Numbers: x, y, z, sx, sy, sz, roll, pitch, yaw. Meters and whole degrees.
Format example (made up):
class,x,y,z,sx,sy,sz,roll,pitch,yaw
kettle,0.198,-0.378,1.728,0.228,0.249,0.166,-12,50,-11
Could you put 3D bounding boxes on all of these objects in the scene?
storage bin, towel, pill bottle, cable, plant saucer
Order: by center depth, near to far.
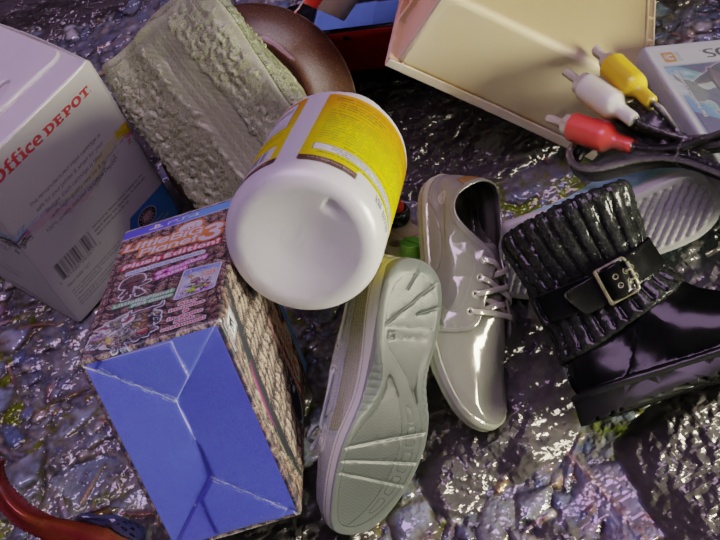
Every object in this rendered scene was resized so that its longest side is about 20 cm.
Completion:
class,x,y,z,sx,sy,sz,roll,pitch,yaw
pill bottle,-0.025,-0.062,0.881,0.109,0.110,0.200,-8,25,14
cable,0.218,-0.096,0.887,0.200,0.050,0.097,34,93,46
towel,-0.121,-0.134,1.024,0.148,0.036,0.200,-40,85,24
storage bin,0.143,-0.231,1.033,0.199,0.094,0.199,22,52,-13
plant saucer,-0.101,-0.134,1.065,0.199,0.201,0.037,-3,7,18

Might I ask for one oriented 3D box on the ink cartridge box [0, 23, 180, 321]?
class,x,y,z,sx,sy,sz,roll,pitch,yaw
ink cartridge box,-0.289,-0.088,1.072,0.144,0.200,0.147,25,64,34

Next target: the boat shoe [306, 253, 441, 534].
class,x,y,z,sx,sy,sz,roll,pitch,yaw
boat shoe,0.006,0.088,0.874,0.065,0.074,0.203,14,96,55

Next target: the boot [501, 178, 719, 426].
class,x,y,z,sx,sy,sz,roll,pitch,yaw
boot,0.218,0.004,0.853,0.210,0.079,0.158,-20,76,5

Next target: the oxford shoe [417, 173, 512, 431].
class,x,y,z,sx,sy,sz,roll,pitch,yaw
oxford shoe,0.084,0.018,0.900,0.058,0.075,0.201,-19,70,40

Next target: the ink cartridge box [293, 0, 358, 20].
class,x,y,z,sx,sy,sz,roll,pitch,yaw
ink cartridge box,0.014,-0.285,1.028,0.161,0.050,0.200,-52,12,18

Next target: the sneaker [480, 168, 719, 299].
class,x,y,z,sx,sy,sz,roll,pitch,yaw
sneaker,0.184,-0.035,0.959,0.199,0.074,0.082,-15,19,14

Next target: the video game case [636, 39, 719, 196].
class,x,y,z,sx,sy,sz,roll,pitch,yaw
video game case,0.334,-0.110,0.930,0.181,0.023,0.201,-9,52,-16

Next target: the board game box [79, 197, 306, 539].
class,x,y,z,sx,sy,sz,roll,pitch,yaw
board game box,-0.110,0.067,0.867,0.096,0.160,0.200,-17,26,6

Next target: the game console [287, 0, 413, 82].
class,x,y,z,sx,sy,sz,roll,pitch,yaw
game console,-0.012,-0.238,1.148,0.199,0.119,0.173,-3,52,17

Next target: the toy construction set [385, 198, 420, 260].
class,x,y,z,sx,sy,sz,roll,pitch,yaw
toy construction set,0.000,0.000,0.968,0.131,0.092,0.200,-21,52,-29

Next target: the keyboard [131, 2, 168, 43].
class,x,y,z,sx,sy,sz,roll,pitch,yaw
keyboard,-0.120,-0.142,1.048,0.200,0.011,0.056,48,113,7

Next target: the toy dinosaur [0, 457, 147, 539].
class,x,y,z,sx,sy,sz,roll,pitch,yaw
toy dinosaur,-0.158,0.221,0.818,0.181,0.200,0.105,-1,62,59
